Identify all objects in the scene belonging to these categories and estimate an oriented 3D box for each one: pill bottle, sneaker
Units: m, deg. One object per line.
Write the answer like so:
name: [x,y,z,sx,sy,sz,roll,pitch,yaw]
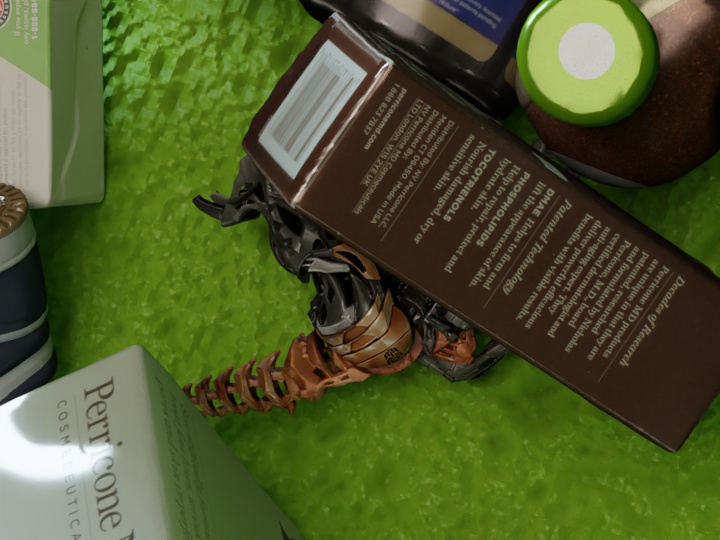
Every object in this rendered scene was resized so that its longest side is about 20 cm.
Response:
pill bottle: [0.067,-0.175,1.170,0.112,0.112,0.201,31,89,20]
sneaker: [-0.234,0.032,1.213,0.199,0.109,0.070,-10,34,5]

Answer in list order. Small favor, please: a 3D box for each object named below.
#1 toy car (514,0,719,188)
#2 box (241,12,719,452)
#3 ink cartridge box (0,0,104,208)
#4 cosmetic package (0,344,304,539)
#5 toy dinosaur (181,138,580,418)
toy car: [0.171,-0.041,1.097,0.157,0.164,0.201,-31,85,9]
box: [0.058,-0.015,1.092,0.200,0.100,0.075,34,96,-22]
ink cartridge box: [-0.223,-0.089,1.255,0.199,0.067,0.118,2,95,17]
cosmetic package: [-0.129,0.170,1.111,0.199,0.165,0.165,-25,47,11]
toy dinosaur: [0.000,0.000,1.171,0.199,0.102,0.136,-34,90,-16]
